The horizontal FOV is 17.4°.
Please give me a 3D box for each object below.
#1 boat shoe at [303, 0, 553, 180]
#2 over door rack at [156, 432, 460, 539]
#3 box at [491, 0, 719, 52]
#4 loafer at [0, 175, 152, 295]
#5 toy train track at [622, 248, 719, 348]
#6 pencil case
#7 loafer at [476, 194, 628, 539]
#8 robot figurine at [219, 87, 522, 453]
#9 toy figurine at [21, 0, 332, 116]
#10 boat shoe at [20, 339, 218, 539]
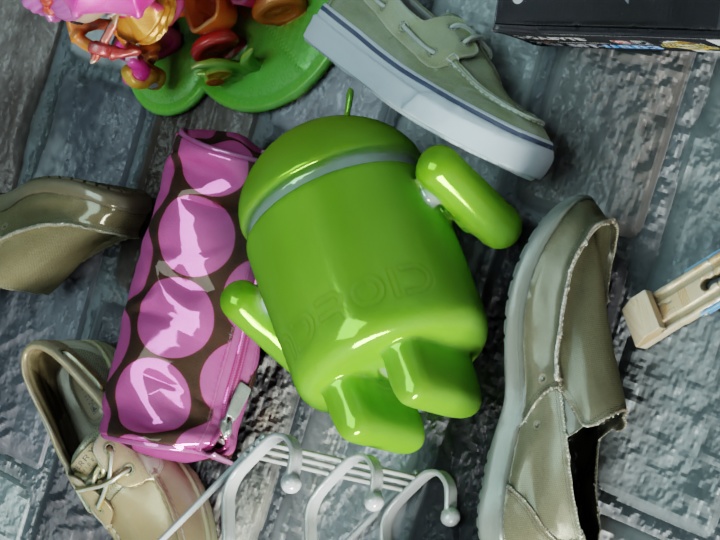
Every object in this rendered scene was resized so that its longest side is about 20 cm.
[{"bbox_3d":[0.042,-0.117,1.342,0.200,0.072,0.062,37,100,39],"label":"boat shoe"},{"bbox_3d":[-0.057,0.168,1.325,0.200,0.147,0.067,-35,56,29],"label":"over door rack"},{"bbox_3d":[0.173,-0.219,1.265,0.197,0.050,0.202,8,87,39],"label":"box"},{"bbox_3d":[-0.207,-0.019,1.533,0.199,0.076,0.068,-8,78,49],"label":"loafer"},{"bbox_3d":[0.211,-0.017,1.206,0.200,0.032,0.115,-34,62,32],"label":"toy train track"},{"bbox_3d":[-0.090,0.016,1.418,0.093,0.090,0.202,9,86,52],"label":"pencil case"},{"bbox_3d":[0.116,0.061,1.256,0.069,0.075,0.202,10,93,28],"label":"loafer"},{"bbox_3d":[0.000,0.000,1.325,0.175,0.115,0.201,-35,62,27],"label":"robot figurine"},{"bbox_3d":[-0.133,-0.176,1.422,0.199,0.183,0.151,-26,66,34],"label":"toy figurine"},{"bbox_3d":[-0.154,0.124,1.465,0.072,0.065,0.201,-45,57,25],"label":"boat shoe"}]
